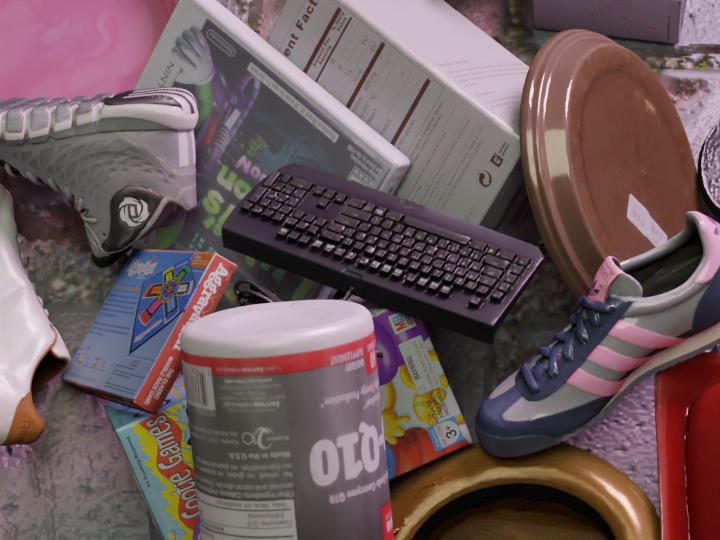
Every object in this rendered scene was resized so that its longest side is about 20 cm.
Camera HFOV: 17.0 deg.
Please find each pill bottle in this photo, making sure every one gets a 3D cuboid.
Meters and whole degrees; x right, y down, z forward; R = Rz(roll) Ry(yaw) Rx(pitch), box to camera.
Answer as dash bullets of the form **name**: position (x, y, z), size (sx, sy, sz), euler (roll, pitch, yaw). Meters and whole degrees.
- **pill bottle**: position (-0.040, 0.125, 1.411), size (0.114, 0.114, 0.201), euler (-5, 100, 2)

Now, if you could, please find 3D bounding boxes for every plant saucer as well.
- **plant saucer**: position (0.167, -0.061, 1.555), size (0.029, 0.200, 0.201), euler (-13, 58, 34)
- **plant saucer**: position (-0.209, -0.170, 1.710), size (0.200, 0.051, 0.201), euler (-3, 59, 5)

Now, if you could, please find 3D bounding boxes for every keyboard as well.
- **keyboard**: position (0.000, 0.000, 1.482), size (0.200, 0.021, 0.127), euler (19, 57, 27)

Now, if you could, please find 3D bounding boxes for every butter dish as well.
- **butter dish**: position (0.292, 0.131, 1.445), size (0.200, 0.148, 0.200), euler (10, 65, -19)

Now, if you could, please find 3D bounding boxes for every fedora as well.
- **fedora**: position (0.094, 0.200, 1.487), size (0.200, 0.082, 0.201), euler (-5, 65, 10)

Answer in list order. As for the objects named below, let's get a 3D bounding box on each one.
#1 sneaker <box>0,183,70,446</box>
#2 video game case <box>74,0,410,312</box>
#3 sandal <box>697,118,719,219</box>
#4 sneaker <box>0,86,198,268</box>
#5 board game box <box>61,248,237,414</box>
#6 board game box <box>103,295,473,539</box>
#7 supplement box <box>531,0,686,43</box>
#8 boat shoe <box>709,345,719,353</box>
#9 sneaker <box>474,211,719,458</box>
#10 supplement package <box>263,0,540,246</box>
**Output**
- **sneaker**: position (-0.237, 0.033, 1.617), size (0.084, 0.073, 0.200), euler (14, 55, -21)
- **video game case**: position (-0.083, -0.057, 1.600), size (0.200, 0.023, 0.182), euler (40, 116, 21)
- **sandal**: position (0.298, -0.109, 1.626), size (0.075, 0.048, 0.200), euler (40, 64, 15)
- **sneaker**: position (-0.200, -0.056, 1.604), size (0.200, 0.075, 0.116), euler (-3, 102, 18)
- **board game box**: position (-0.136, 0.035, 1.527), size (0.019, 0.200, 0.103), euler (30, 82, -18)
- **board game box**: position (-0.048, 0.097, 1.519), size (0.200, 0.105, 0.103), euler (-24, 99, -7)
- **supplement box**: position (0.190, -0.266, 1.723), size (0.109, 0.061, 0.200), euler (7, 64, 10)
- **boat shoe**: position (0.290, 0.007, 1.577), size (0.075, 0.062, 0.200), euler (37, 72, 20)
- **sneaker**: position (0.146, 0.035, 1.476), size (0.200, 0.082, 0.070), euler (-34, 35, -2)
- **supplement package**: position (0.037, -0.102, 1.600), size (0.200, 0.117, 0.117), euler (41, 117, 22)
